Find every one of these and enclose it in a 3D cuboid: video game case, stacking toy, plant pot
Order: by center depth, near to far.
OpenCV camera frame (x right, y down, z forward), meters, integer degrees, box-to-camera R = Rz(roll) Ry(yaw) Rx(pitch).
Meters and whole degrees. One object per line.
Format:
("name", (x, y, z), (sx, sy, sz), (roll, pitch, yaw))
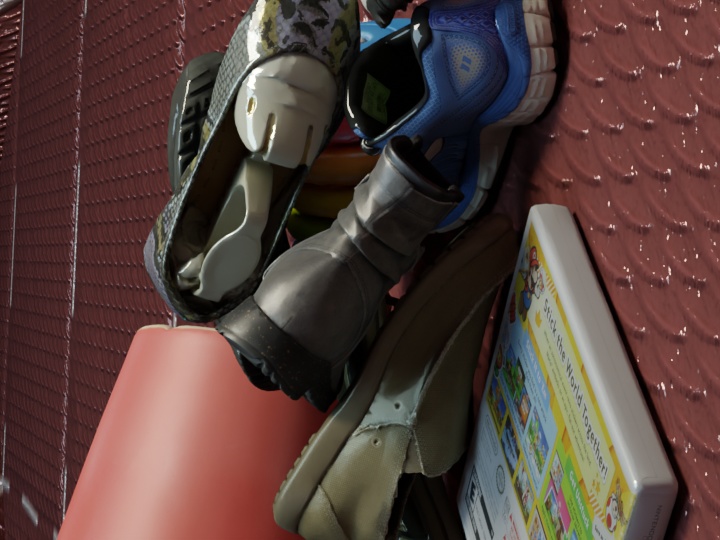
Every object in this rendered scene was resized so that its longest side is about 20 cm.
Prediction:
("video game case", (0.088, 0.100, 1.132), (0.200, 0.023, 0.182), (-104, 21, -53))
("stacking toy", (-0.004, -0.034, 1.408), (0.116, 0.109, 0.201), (-127, 30, -65))
("plant pot", (-0.080, 0.133, 1.501), (0.200, 0.200, 0.178), (150, 130, -74))

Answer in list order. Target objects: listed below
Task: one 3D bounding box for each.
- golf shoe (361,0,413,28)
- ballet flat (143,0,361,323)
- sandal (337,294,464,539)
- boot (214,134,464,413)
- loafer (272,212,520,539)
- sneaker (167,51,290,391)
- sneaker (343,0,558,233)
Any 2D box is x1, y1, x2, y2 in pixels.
("golf shoe", (0.010, -0.199, 1.234), (0.078, 0.094, 0.200), (-45, 22, 38))
("ballet flat", (-0.048, -0.055, 1.252), (0.201, 0.072, 0.072), (-64, 23, 25))
("sandal", (0.027, 0.071, 1.332), (0.080, 0.057, 0.202), (137, 119, -70))
("boot", (0.000, 0.000, 1.229), (0.132, 0.070, 0.200), (-49, 2, -1))
("loafer", (0.031, 0.060, 1.245), (0.200, 0.067, 0.076), (-58, -5, 24))
("sneaker", (-0.073, -0.031, 1.364), (0.091, 0.076, 0.200), (41, 147, 50))
("sneaker", (0.030, -0.083, 1.259), (0.200, 0.089, 0.079), (118, 153, -60))
